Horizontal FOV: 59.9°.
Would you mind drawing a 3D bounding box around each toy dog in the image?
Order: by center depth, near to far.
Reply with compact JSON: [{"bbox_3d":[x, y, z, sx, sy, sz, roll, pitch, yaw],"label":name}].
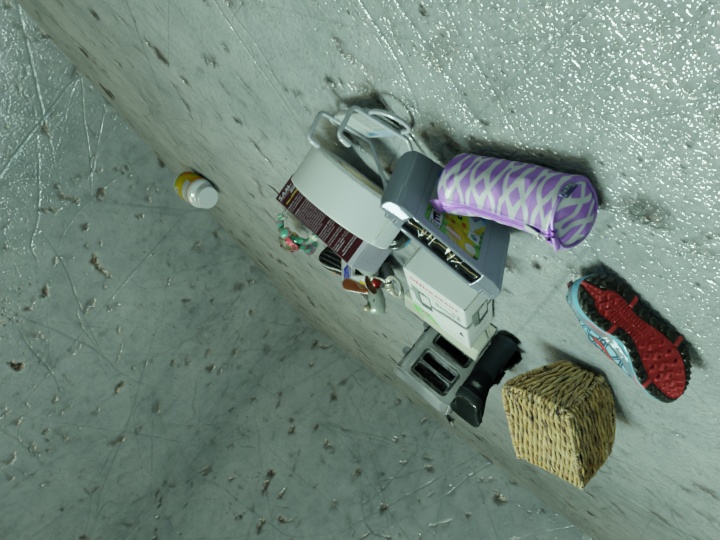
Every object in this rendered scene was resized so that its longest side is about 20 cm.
[{"bbox_3d":[0.000,0.000,1.358,0.132,0.095,0.202,-38,72,56],"label":"toy dog"}]

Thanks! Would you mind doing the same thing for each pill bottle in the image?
[{"bbox_3d":[-0.630,-0.306,2.406,0.199,0.111,0.111,29,163,44],"label":"pill bottle"}]

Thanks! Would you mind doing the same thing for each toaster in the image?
[{"bbox_3d":[0.200,0.225,1.477,0.199,0.181,0.119,39,167,16],"label":"toaster"}]

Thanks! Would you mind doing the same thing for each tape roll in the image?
[{"bbox_3d":[-0.014,-0.122,1.034,0.201,0.071,0.203,36,-169,-8],"label":"tape roll"}]

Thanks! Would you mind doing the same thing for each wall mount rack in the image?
[{"bbox_3d":[0.020,-0.175,0.918,0.173,0.075,0.199,27,177,-28],"label":"wall mount rack"}]

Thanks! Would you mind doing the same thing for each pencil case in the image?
[{"bbox_3d":[0.175,-0.081,0.722,0.084,0.086,0.199,44,170,-36],"label":"pencil case"}]

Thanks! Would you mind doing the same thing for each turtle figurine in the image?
[{"bbox_3d":[-0.192,-0.101,1.794,0.149,0.101,0.200,38,173,15],"label":"turtle figurine"}]

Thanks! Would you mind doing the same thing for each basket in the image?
[{"bbox_3d":[0.364,0.261,1.135,0.148,0.142,0.202,17,136,48],"label":"basket"}]

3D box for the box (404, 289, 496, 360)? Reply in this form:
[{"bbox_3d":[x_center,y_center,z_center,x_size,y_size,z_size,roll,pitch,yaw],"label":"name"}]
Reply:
[{"bbox_3d":[0.190,0.099,1.340,0.199,0.069,0.082,38,168,16],"label":"box"}]

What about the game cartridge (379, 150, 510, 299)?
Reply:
[{"bbox_3d":[0.120,-0.067,0.835,0.199,0.134,0.040,37,131,-15],"label":"game cartridge"}]

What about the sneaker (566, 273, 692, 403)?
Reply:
[{"bbox_3d":[0.347,0.082,0.816,0.201,0.079,0.096,51,177,-2],"label":"sneaker"}]

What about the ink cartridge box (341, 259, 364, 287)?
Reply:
[{"bbox_3d":[-0.019,-0.019,1.515,0.037,0.096,0.200,2,170,-11],"label":"ink cartridge box"}]

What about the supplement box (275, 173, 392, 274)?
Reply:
[{"bbox_3d":[-0.047,-0.082,1.112,0.200,0.061,0.109,41,-170,22],"label":"supplement box"}]

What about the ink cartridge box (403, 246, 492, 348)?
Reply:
[{"bbox_3d":[0.169,0.045,1.177,0.145,0.084,0.200,36,167,26],"label":"ink cartridge box"}]

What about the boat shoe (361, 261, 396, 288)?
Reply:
[{"bbox_3d":[0.033,-0.008,1.482,0.200,0.069,0.067,-139,33,-75],"label":"boat shoe"}]

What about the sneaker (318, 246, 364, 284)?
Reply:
[{"bbox_3d":[-0.038,-0.002,1.696,0.199,0.070,0.090,25,157,48],"label":"sneaker"}]

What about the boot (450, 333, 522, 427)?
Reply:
[{"bbox_3d":[0.266,0.230,1.309,0.076,0.168,0.201,35,162,22],"label":"boot"}]

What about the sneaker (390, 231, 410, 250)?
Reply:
[{"bbox_3d":[0.010,-0.110,1.166,0.199,0.073,0.082,37,166,18],"label":"sneaker"}]
